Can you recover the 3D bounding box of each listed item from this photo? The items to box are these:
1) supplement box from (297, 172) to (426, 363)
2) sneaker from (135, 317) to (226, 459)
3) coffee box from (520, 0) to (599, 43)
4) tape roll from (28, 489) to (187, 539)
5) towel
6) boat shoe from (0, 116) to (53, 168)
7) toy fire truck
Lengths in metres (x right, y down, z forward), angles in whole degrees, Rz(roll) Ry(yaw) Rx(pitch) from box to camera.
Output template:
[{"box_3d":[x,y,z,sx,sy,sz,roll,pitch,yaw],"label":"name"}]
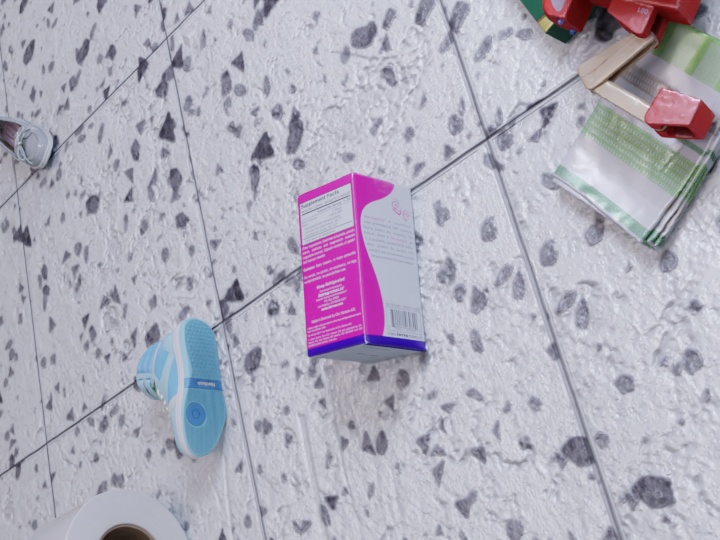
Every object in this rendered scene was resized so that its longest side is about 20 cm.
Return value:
[{"box_3d":[0.000,0.000,1.210,0.103,0.101,0.200,-17,70,43],"label":"supplement box"},{"box_3d":[-0.258,0.179,1.452,0.130,0.079,0.200,-28,54,36],"label":"sneaker"},{"box_3d":[0.203,-0.355,1.114,0.123,0.044,0.200,-45,55,29],"label":"coffee box"},{"box_3d":[-0.349,0.415,1.410,0.139,0.202,0.203,-33,61,37],"label":"tape roll"},{"box_3d":[0.283,-0.139,1.005,0.149,0.031,0.200,43,112,40],"label":"towel"},{"box_3d":[-0.627,-0.241,1.904,0.202,0.065,0.075,33,106,43],"label":"boat shoe"},{"box_3d":[0.252,-0.214,0.985,0.200,0.049,0.141,24,94,35],"label":"toy fire truck"}]
